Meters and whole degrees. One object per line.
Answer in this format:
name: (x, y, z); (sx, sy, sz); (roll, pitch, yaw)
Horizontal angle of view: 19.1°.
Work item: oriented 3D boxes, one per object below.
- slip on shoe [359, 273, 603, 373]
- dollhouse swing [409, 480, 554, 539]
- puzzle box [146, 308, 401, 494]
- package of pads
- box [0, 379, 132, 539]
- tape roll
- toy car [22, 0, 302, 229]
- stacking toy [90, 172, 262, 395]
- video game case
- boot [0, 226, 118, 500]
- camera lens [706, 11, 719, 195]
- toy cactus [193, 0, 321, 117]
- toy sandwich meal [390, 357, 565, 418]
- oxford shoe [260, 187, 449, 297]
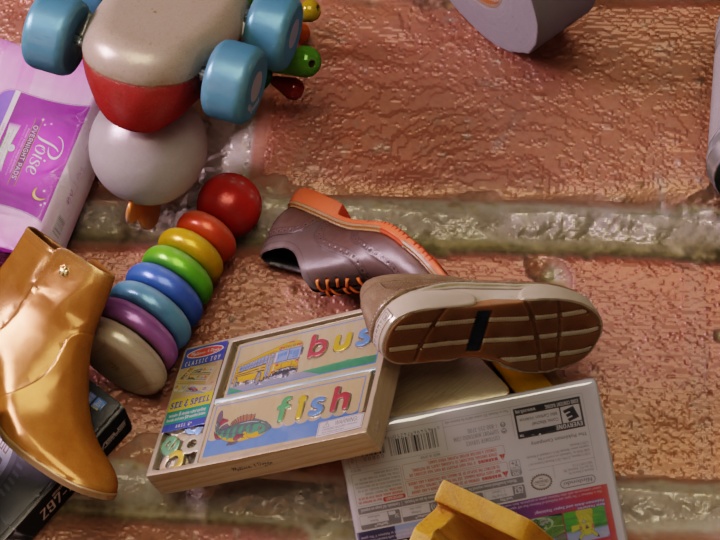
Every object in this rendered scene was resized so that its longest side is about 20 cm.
slip on shoe: (0.091, 0.034, 1.611); (0.200, 0.076, 0.061); (-2, 34, -28)
dollhouse swing: (0.112, 0.286, 1.496); (0.176, 0.182, 0.200); (22, 80, 23)
puzzle box: (-0.062, 0.097, 1.633); (0.200, 0.025, 0.133); (-14, 41, 27)
package of pads: (-0.282, -0.092, 1.785); (0.120, 0.076, 0.200); (13, 65, 13)
box: (-0.308, 0.118, 1.698); (0.200, 0.044, 0.160); (36, 71, 20)
tape roll: (0.109, -0.280, 1.776); (0.066, 0.200, 0.200); (-35, 65, -13)
toy car: (-0.163, -0.131, 1.731); (0.184, 0.200, 0.177); (16, 35, 10)
stacking toy: (-0.144, 0.000, 1.727); (0.085, 0.085, 0.200); (26, 64, 17)
video game case: (0.096, 0.188, 1.600); (0.200, 0.023, 0.183); (-11, 88, -1)
boot: (-0.225, 0.066, 1.629); (0.201, 0.071, 0.144); (39, 99, 28)
camera lens: (0.361, -0.145, 1.708); (0.160, 0.160, 0.200); (5, 64, 7)
toy cactus: (-0.128, -0.184, 1.824); (0.200, 0.102, 0.165); (29, 88, 15)
toy sandwich meal: (0.076, 0.119, 1.649); (0.205, 0.070, 0.206); (-2, 63, 4)
oxford shoe: (0.000, 0.000, 1.699); (0.200, 0.071, 0.073); (24, 69, 46)
